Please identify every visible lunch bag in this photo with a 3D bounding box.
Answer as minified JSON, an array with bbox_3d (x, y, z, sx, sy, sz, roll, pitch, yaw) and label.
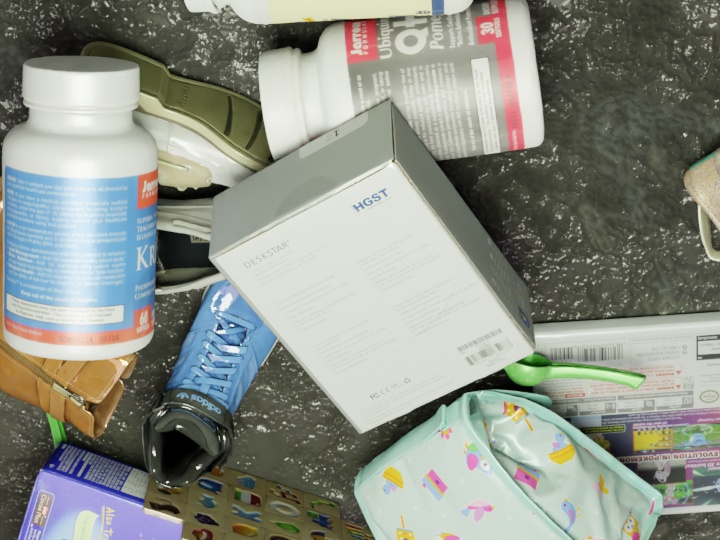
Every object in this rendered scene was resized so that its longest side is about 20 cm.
[{"bbox_3d":[0.111,0.186,1.415,0.199,0.122,0.170,38,138,-12],"label":"lunch bag"}]

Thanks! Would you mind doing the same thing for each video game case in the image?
[{"bbox_3d":[0.242,0.121,1.461,0.198,0.023,0.184,-4,116,3],"label":"video game case"}]

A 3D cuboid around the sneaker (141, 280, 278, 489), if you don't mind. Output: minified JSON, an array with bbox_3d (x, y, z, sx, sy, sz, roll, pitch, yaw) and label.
[{"bbox_3d":[-0.114,0.084,1.404,0.076,0.111,0.201,26,115,-11],"label":"sneaker"}]

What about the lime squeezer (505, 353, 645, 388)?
[{"bbox_3d":[0.124,0.045,1.390,0.200,0.038,0.071,42,123,-1],"label":"lime squeezer"}]

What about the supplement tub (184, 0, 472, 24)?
[{"bbox_3d":[-0.023,-0.244,1.216,0.198,0.145,0.146,-2,117,3],"label":"supplement tub"}]

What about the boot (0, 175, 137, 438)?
[{"bbox_3d":[-0.242,0.030,1.365,0.155,0.077,0.201,33,126,13],"label":"boot"}]

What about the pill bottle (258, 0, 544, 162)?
[{"bbox_3d":[0.030,-0.132,1.289,0.198,0.111,0.112,-8,117,4],"label":"pill bottle"}]

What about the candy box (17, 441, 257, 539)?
[{"bbox_3d":[-0.184,0.256,1.454,0.198,0.077,0.171,20,106,0],"label":"candy box"}]

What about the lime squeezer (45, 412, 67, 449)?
[{"bbox_3d":[-0.213,0.177,1.493,0.200,0.038,0.071,43,99,-8],"label":"lime squeezer"}]

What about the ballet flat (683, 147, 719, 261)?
[{"bbox_3d":[0.308,-0.009,1.378,0.067,0.068,0.201,-17,111,32],"label":"ballet flat"}]

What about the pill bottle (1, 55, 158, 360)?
[{"bbox_3d":[-0.199,-0.047,1.261,0.111,0.112,0.202,3,105,0],"label":"pill bottle"}]

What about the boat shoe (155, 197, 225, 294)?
[{"bbox_3d":[-0.163,-0.012,1.352,0.198,0.066,0.073,0,114,27],"label":"boat shoe"}]

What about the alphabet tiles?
[{"bbox_3d":[-0.078,0.203,1.433,0.198,0.167,0.006,19,104,-8],"label":"alphabet tiles"}]

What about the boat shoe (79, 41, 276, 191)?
[{"bbox_3d":[-0.129,-0.099,1.339,0.199,0.075,0.069,27,124,-7],"label":"boat shoe"}]

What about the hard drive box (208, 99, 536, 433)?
[{"bbox_3d":[0.011,0.002,1.273,0.155,0.077,0.200,-26,124,18],"label":"hard drive box"}]
